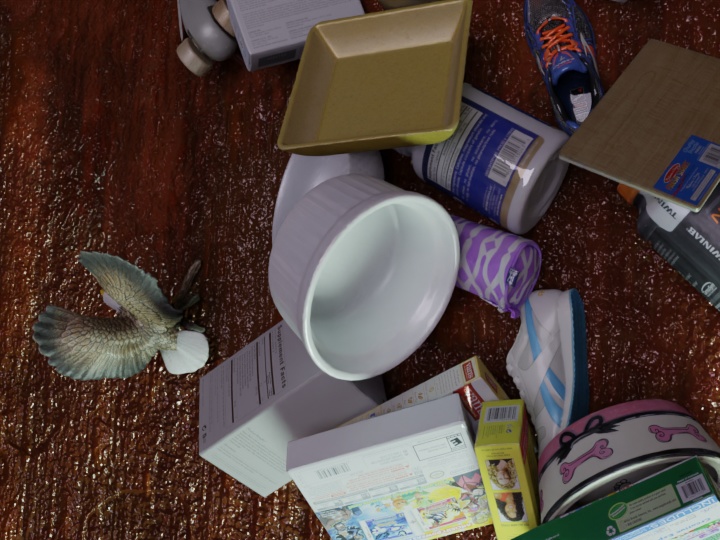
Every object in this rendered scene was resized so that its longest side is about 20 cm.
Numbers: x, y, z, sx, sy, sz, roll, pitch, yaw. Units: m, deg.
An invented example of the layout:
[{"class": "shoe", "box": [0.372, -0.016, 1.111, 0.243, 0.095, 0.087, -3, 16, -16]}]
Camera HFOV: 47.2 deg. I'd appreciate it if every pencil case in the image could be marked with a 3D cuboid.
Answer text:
[{"class": "pencil case", "box": [0.109, -0.017, 0.933, 0.197, 0.083, 0.088, 23, 106, 37]}]

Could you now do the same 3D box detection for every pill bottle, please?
[{"class": "pill bottle", "box": [0.355, -0.041, 0.835, 0.107, 0.106, 0.200, -47, 72, 14]}, {"class": "pill bottle", "box": [0.125, -0.139, 0.926, 0.198, 0.119, 0.122, 33, 100, 24]}]

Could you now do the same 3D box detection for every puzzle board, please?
[{"class": "puzzle board", "box": [0.316, -0.152, 0.838, 0.149, 0.018, 0.201, 28, 64, 30]}]

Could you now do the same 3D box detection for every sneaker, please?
[{"class": "sneaker", "box": [0.206, 0.124, 0.913, 0.079, 0.076, 0.206, -3, 80, 30]}, {"class": "sneaker", "box": [0.231, -0.229, 0.910, 0.074, 0.078, 0.204, -23, 80, 19]}]

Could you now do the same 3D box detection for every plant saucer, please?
[{"class": "plant saucer", "box": [0.024, -0.199, 0.895, 0.195, 0.049, 0.204, -3, 53, 20]}]

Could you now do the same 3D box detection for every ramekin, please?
[{"class": "ramekin", "box": [0.000, 0.000, 0.850, 0.097, 0.198, 0.204, 36, 102, 44]}]

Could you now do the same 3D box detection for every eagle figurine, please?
[{"class": "eagle figurine", "box": [-0.295, 0.059, 1.051, 0.147, 0.199, 0.156, -5, 86, 21]}]

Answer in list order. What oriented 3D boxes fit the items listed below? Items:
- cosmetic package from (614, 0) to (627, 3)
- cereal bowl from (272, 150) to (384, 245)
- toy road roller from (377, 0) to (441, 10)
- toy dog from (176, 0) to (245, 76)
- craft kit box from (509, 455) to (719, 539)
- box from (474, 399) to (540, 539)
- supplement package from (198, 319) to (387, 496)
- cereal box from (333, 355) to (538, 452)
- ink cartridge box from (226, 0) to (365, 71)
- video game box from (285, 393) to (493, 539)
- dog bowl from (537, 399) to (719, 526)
[{"class": "cosmetic package", "box": [0.212, -0.341, 0.875, 0.195, 0.083, 0.052, 11, 92, -8]}, {"class": "cereal bowl", "box": [-0.029, -0.078, 0.982, 0.199, 0.082, 0.205, -34, 49, 52]}, {"class": "toy road roller", "box": [0.071, -0.402, 0.966, 0.201, 0.122, 0.146, -51, 59, 8]}, {"class": "toy dog", "box": [-0.202, -0.343, 1.104, 0.129, 0.096, 0.205, -19, 66, 23]}, {"class": "craft kit box", "box": [0.273, 0.274, 0.812, 0.197, 0.198, 0.049, -30, 43, 17]}, {"class": "box", "box": [0.165, 0.240, 0.871, 0.049, 0.076, 0.204, -8, 115, 20]}, {"class": "supplement package", "box": [-0.082, 0.150, 0.980, 0.198, 0.121, 0.121, -34, 37, 17]}, {"class": "cereal box", "box": [0.082, 0.192, 0.928, 0.197, 0.144, 0.040, -30, 33, 19]}, {"class": "ink cartridge box", "box": [-0.096, -0.363, 1.029, 0.157, 0.047, 0.204, -18, 77, -14]}, {"class": "video game box", "box": [0.042, 0.231, 0.901, 0.195, 0.047, 0.185, -17, 126, 10]}, {"class": "dog bowl", "box": [0.265, 0.206, 0.824, 0.198, 0.200, 0.075, -30, 46, 18]}]
